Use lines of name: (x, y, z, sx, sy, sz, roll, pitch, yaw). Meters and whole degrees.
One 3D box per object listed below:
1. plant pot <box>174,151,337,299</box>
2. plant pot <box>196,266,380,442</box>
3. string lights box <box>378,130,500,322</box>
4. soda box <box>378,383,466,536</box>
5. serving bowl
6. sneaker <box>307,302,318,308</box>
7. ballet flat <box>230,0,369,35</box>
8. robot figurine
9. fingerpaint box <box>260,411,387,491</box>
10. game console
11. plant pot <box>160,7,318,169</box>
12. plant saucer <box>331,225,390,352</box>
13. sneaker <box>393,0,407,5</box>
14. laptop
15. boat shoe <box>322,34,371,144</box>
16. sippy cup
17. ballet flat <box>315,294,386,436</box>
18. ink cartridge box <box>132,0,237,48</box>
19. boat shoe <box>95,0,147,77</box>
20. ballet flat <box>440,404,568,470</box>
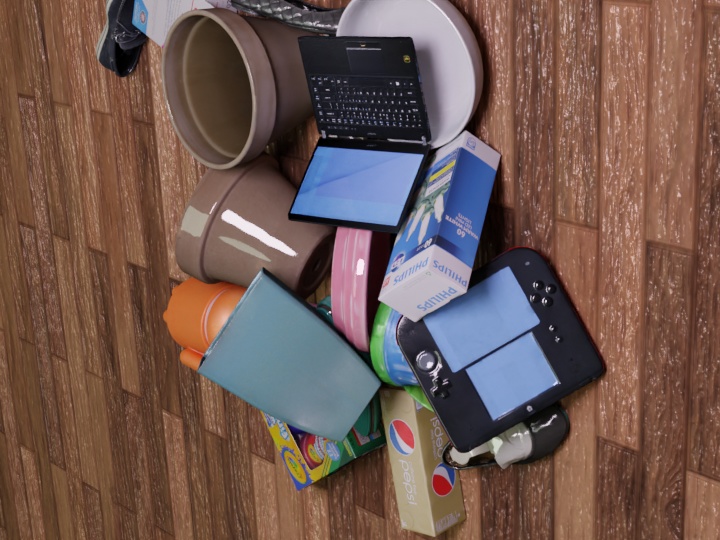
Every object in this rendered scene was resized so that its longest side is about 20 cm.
plant pot: (-0.129, -0.045, 1.794, 0.173, 0.200, 0.202, 30, 128, 17)
plant pot: (-0.080, 0.114, 1.636, 0.199, 0.142, 0.141, 34, 180, -6)
string lights box: (0.093, -0.051, 1.517, 0.059, 0.202, 0.102, 31, 144, -20)
soda box: (0.082, 0.243, 1.739, 0.067, 0.064, 0.203, 3, 106, 48)
serving bowl: (0.067, -0.248, 1.548, 0.198, 0.066, 0.202, 23, 131, 30)
sneaker: (-0.090, 0.077, 1.773, 0.082, 0.198, 0.071, 7, 90, 58)
ballet flat: (-0.076, -0.330, 1.627, 0.198, 0.066, 0.058, 20, 106, 18)
robot figurine: (-0.212, 0.074, 1.971, 0.199, 0.143, 0.118, 11, 130, 46)
fingerpaint box: (-0.069, 0.192, 1.885, 0.166, 0.073, 0.202, -36, 77, 49)
game console: (0.157, 0.088, 1.521, 0.198, 0.031, 0.178, -30, 80, 6)
plant pot: (-0.134, -0.247, 1.711, 0.199, 0.172, 0.203, 20, 119, 43)
plant saucer: (0.000, 0.000, 1.642, 0.050, 0.201, 0.203, 4, 112, 9)
sneaker: (-0.018, -0.354, 1.599, 0.199, 0.091, 0.077, 23, 121, 41)
laptop: (-0.015, -0.164, 1.552, 0.175, 0.103, 0.203, 8, 122, 37)
boat shoe: (-0.014, -0.219, 1.673, 0.060, 0.072, 0.205, -5, 90, 5)
sippy cup: (0.101, 0.087, 1.615, 0.129, 0.141, 0.178, 13, 158, 34)
ballet flat: (0.002, 0.120, 1.746, 0.067, 0.070, 0.202, 4, 118, 54)
ink cartridge box: (-0.238, -0.362, 1.867, 0.200, 0.067, 0.116, 41, 132, 32)
boat shoe: (-0.352, -0.371, 1.996, 0.062, 0.074, 0.201, 50, 141, 15)
ballet flat: (0.171, 0.215, 1.621, 0.199, 0.068, 0.069, -30, 82, 50)
